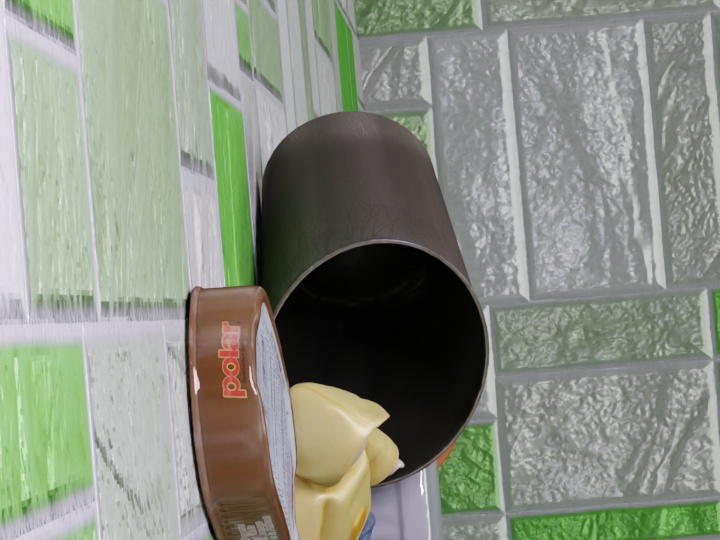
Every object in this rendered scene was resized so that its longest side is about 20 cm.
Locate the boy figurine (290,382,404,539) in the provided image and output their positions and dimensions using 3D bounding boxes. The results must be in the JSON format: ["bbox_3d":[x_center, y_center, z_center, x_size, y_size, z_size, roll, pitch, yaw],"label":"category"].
[{"bbox_3d":[-0.011,0.136,1.720,0.124,0.064,0.200,-46,149,-39],"label":"boy figurine"}]

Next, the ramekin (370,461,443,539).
[{"bbox_3d":[0.003,0.155,1.930,0.202,0.094,0.203,-4,90,-86],"label":"ramekin"}]

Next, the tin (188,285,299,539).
[{"bbox_3d":[-0.055,0.082,1.458,0.200,0.042,0.112,80,10,-64],"label":"tin"}]

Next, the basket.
[{"bbox_3d":[0.000,0.000,1.816,0.200,0.135,0.181,-98,-167,-54],"label":"basket"}]

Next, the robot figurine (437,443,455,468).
[{"bbox_3d":[0.016,0.081,2.115,0.144,0.116,0.200,52,12,-14],"label":"robot figurine"}]
